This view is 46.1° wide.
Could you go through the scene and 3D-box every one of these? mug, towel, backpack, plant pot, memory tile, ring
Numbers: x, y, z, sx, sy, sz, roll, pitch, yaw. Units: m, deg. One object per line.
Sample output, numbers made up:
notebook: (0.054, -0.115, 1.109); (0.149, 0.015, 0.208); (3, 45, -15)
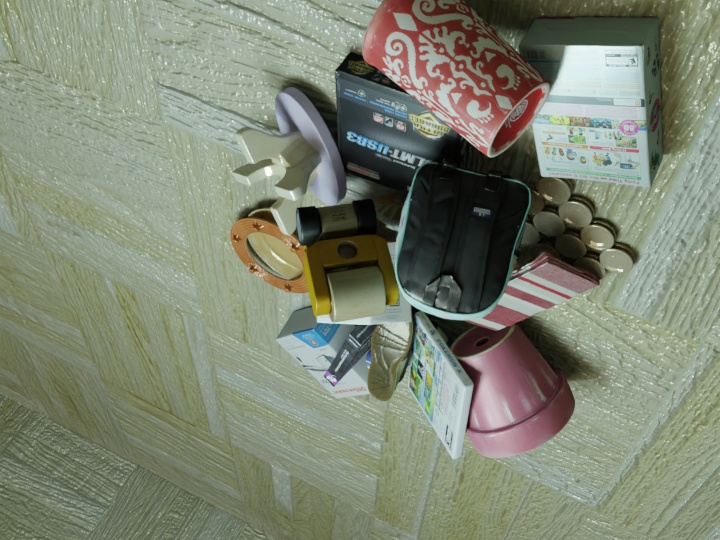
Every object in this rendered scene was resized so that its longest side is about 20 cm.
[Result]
mug: (0.128, -0.246, 1.014); (0.200, 0.177, 0.134); (45, 127, 17)
towel: (0.242, 0.036, 1.281); (0.143, 0.023, 0.199); (19, 143, -41)
backpack: (0.133, -0.031, 1.181); (0.173, 0.203, 0.153); (13, 166, 2)
plant pot: (0.248, 0.191, 1.466); (0.199, 0.200, 0.181); (-13, 110, 47)
plant pot: (-0.126, -0.049, 1.598); (0.198, 0.028, 0.201); (23, 146, 16)
memory tile: (0.296, -0.056, 1.249); (0.200, 0.017, 0.153); (45, 145, -17)
ring: (-0.167, -0.022, 1.626); (0.198, 0.019, 0.202); (23, 146, 16)

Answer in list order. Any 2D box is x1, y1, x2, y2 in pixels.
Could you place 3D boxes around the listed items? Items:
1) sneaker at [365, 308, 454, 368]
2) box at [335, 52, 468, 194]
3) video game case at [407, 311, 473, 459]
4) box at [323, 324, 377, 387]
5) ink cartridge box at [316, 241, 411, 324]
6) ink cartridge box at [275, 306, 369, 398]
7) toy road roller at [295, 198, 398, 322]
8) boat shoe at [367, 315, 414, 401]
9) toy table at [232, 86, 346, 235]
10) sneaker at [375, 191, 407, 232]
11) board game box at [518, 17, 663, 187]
sneaker: (0.086, 0.128, 1.615); (0.197, 0.081, 0.116); (-13, 123, 39)
box: (0.061, -0.198, 1.233); (0.198, 0.050, 0.200); (22, 145, 16)
video game case: (0.137, 0.203, 1.495); (0.202, 0.022, 0.183); (91, 155, -43)
box: (0.007, 0.129, 1.610); (0.036, 0.143, 0.200); (42, 147, 7)
ink cartridge box: (0.000, 0.000, 1.434); (0.083, 0.179, 0.199); (-2, 180, -28)
ink cartridge box: (-0.055, 0.169, 1.769); (0.200, 0.086, 0.146); (47, 144, -19)
toy road roller: (-0.027, -0.001, 1.273); (0.121, 0.202, 0.147); (-8, 150, -11)
boat shoe: (0.058, 0.143, 1.537); (0.072, 0.065, 0.202); (26, 125, 15)
toy table: (-0.112, -0.165, 1.317); (0.183, 0.117, 0.202); (9, 132, 58)
sneaker: (0.111, -0.065, 1.338); (0.198, 0.076, 0.088); (16, 148, 28)
board game box: (0.284, -0.202, 1.027); (0.146, 0.065, 0.202); (11, 140, 31)
